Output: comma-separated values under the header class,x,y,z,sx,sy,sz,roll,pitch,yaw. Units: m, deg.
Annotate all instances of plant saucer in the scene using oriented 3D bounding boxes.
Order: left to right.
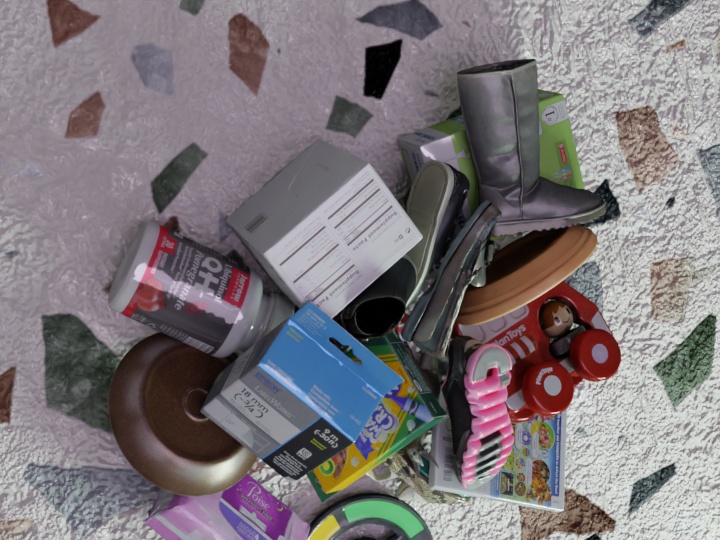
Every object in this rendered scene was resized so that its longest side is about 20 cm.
class,x,y,z,sx,sy,sz,roll,pitch,yaw
plant saucer,-0.194,0.159,1.582,0.198,0.037,0.203,13,62,-25
plant saucer,0.195,-0.003,1.657,0.199,0.200,0.038,-35,100,-9

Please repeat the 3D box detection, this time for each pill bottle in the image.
class,x,y,z,sx,sy,sz,roll,pitch,yaw
pill bottle,-0.181,0.033,1.568,0.198,0.111,0.112,26,92,-16

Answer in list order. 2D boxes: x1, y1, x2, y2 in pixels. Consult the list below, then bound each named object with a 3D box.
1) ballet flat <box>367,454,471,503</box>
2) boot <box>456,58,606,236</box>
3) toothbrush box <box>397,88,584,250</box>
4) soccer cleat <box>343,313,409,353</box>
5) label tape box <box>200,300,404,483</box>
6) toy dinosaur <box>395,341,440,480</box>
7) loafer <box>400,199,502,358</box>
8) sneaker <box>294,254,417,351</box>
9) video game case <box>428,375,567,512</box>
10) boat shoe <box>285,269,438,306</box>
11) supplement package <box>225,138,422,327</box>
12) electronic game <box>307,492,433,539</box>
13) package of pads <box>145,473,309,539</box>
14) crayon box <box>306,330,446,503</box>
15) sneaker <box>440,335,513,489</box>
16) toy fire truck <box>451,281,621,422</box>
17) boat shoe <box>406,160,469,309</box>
class,x,y,z,sx,sy,sz,roll,pitch,yaw
ballet flat,0.051,0.248,1.737,0.199,0.068,0.075,40,109,-16
boot,0.204,-0.149,1.612,0.179,0.072,0.203,-9,99,-19
toothbrush box,0.164,-0.123,1.679,0.198,0.086,0.147,-22,108,-15
soccer cleat,-0.028,0.093,1.676,0.197,0.067,0.077,-11,126,-19
label tape box,-0.069,0.140,1.516,0.144,0.200,0.064,39,45,-12
toy dinosaur,0.061,0.157,1.698,0.102,0.076,0.201,47,42,-25
loafer,0.120,0.013,1.596,0.063,0.072,0.201,35,114,11
sneaker,-0.025,0.059,1.546,0.199,0.107,0.075,-38,104,22
video game case,0.180,0.225,1.756,0.198,0.018,0.145,14,69,-24
boat shoe,0.000,0.000,1.658,0.197,0.072,0.069,-15,86,-5
supplement package,-0.047,-0.048,1.558,0.155,0.200,0.111,-41,111,-5
electronic game,0.005,0.385,1.753,0.197,0.042,0.203,-4,102,-19
package of pads,-0.158,0.303,1.636,0.075,0.121,0.200,-31,117,34
crayon box,-0.012,0.176,1.625,0.199,0.051,0.127,-38,74,19
sneaker,0.135,0.171,1.679,0.078,0.095,0.203,-13,116,-34
toy fire truck,0.225,0.089,1.734,0.199,0.112,0.169,-31,91,-23
boat shoe,0.075,-0.032,1.605,0.066,0.074,0.202,5,108,-48
